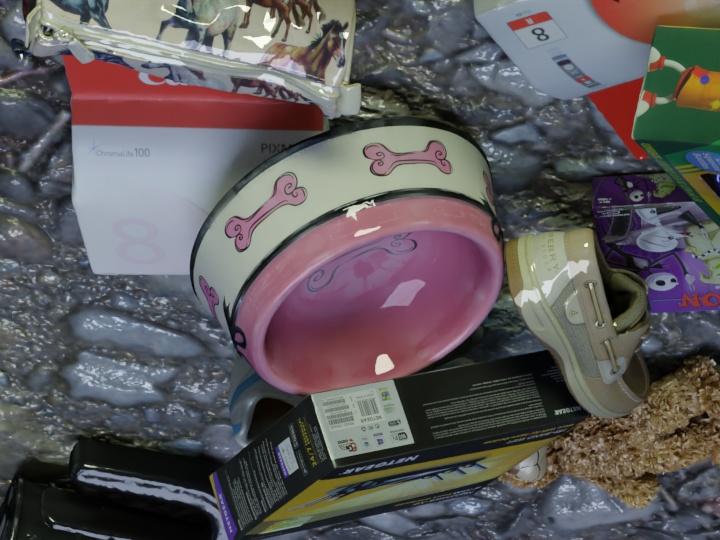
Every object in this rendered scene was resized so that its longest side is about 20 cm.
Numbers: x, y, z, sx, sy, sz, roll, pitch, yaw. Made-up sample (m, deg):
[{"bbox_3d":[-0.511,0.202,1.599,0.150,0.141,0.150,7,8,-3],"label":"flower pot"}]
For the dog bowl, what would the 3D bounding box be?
[{"bbox_3d":[0.000,0.000,1.635,0.199,0.074,0.201,-16,145,-12],"label":"dog bowl"}]

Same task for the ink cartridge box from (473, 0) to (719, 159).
[{"bbox_3d":[0.179,-0.125,1.522,0.161,0.050,0.200,-16,136,28],"label":"ink cartridge box"}]

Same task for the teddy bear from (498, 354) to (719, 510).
[{"bbox_3d":[0.173,0.111,1.835,0.199,0.067,0.145,5,142,0],"label":"teddy bear"}]

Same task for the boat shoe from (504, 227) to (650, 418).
[{"bbox_3d":[0.153,0.033,1.682,0.065,0.072,0.200,-17,146,17],"label":"boat shoe"}]

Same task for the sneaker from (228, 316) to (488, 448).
[{"bbox_3d":[-0.001,0.067,1.786,0.199,0.081,0.076,-21,135,31],"label":"sneaker"}]

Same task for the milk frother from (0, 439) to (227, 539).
[{"bbox_3d":[-0.177,0.246,1.959,0.187,0.201,0.181,14,140,-12],"label":"milk frother"}]

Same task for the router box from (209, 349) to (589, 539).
[{"bbox_3d":[0.024,0.114,1.730,0.199,0.053,0.157,-9,162,-32],"label":"router box"}]

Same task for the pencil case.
[{"bbox_3d":[-0.094,-0.139,1.505,0.199,0.090,0.078,11,144,-9],"label":"pencil case"}]

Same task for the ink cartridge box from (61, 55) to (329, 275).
[{"bbox_3d":[-0.099,-0.069,1.639,0.161,0.057,0.200,1,149,6],"label":"ink cartridge box"}]

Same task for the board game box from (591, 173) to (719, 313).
[{"bbox_3d":[0.250,-0.019,1.680,0.199,0.032,0.120,-3,148,12],"label":"board game box"}]

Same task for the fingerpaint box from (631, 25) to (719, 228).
[{"bbox_3d":[0.268,-0.062,1.497,0.166,0.074,0.200,7,164,29],"label":"fingerpaint box"}]
